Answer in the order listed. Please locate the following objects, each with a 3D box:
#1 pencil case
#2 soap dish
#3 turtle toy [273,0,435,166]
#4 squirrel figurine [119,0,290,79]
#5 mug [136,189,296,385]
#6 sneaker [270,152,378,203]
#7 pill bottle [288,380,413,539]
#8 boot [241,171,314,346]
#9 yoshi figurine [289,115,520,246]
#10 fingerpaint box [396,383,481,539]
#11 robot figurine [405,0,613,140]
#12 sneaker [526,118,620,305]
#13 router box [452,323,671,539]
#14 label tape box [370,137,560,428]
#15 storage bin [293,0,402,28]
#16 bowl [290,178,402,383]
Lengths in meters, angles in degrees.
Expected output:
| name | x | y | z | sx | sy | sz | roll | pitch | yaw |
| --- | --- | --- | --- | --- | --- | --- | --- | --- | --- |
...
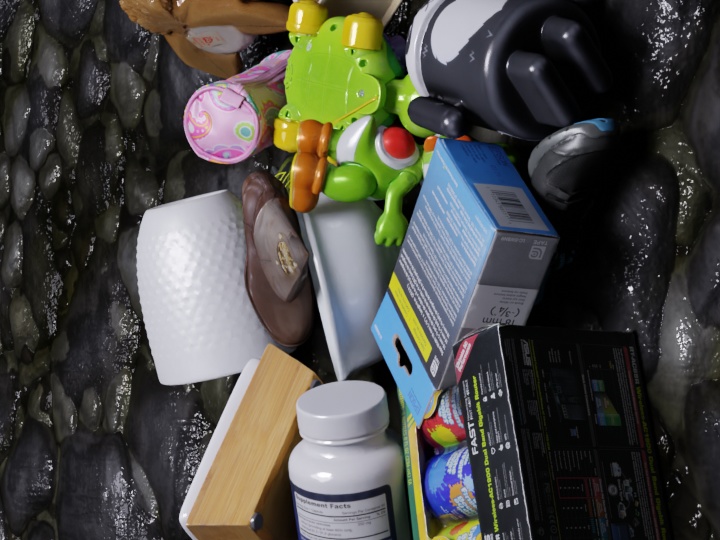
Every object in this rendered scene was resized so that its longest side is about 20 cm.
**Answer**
| name | x | y | z | sx | sy | sz | roll | pitch | yaw |
| --- | --- | --- | --- | --- | --- | --- | --- | --- | --- |
| pencil case | -0.101 | -0.167 | 1.773 | 0.087 | 0.200 | 0.088 | 7 | 110 | 19 |
| soap dish | -0.078 | 0.194 | 1.680 | 0.081 | 0.157 | 0.200 | 5 | 56 | 31 |
| turtle toy | 0.006 | -0.170 | 1.672 | 0.200 | 0.101 | 0.146 | 20 | 106 | 42 |
| squirrel figurine | -0.169 | -0.328 | 1.881 | 0.142 | 0.200 | 0.187 | 138 | 139 | -56 |
| mug | -0.151 | 0.009 | 1.847 | 0.147 | 0.200 | 0.176 | -12 | 96 | 12 |
| sneaker | -0.042 | -0.094 | 1.775 | 0.200 | 0.074 | 0.085 | -27 | 64 | 50 |
| pill bottle | -0.006 | 0.207 | 1.615 | 0.111 | 0.111 | 0.200 | 20 | 121 | 54 |
| boot | -0.071 | 0.007 | 1.661 | 0.200 | 0.064 | 0.187 | -130 | 24 | -73 |
| yoshi figurine | 0.042 | -0.078 | 1.581 | 0.112 | 0.200 | 0.113 | -21 | -66 | -84 |
| fingerpaint box | 0.114 | 0.175 | 1.528 | 0.167 | 0.073 | 0.200 | -23 | 68 | 51 |
| robot figurine | 0.122 | -0.180 | 1.506 | 0.200 | 0.150 | 0.125 | 26 | 118 | 56 |
| sneaker | 0.168 | -0.049 | 1.487 | 0.200 | 0.073 | 0.082 | -58 | 46 | 48 |
| router box | 0.160 | 0.145 | 1.401 | 0.062 | 0.150 | 0.200 | -28 | 64 | 50 |
| label tape box | 0.084 | 0.012 | 1.488 | 0.144 | 0.063 | 0.200 | -115 | 37 | -51 |
| storage bin | -0.006 | -0.373 | 1.738 | 0.199 | 0.094 | 0.200 | -56 | 45 | 36 |
| bowl | 0.000 | 0.000 | 1.661 | 0.201 | 0.090 | 0.201 | 166 | 90 | -87 |
